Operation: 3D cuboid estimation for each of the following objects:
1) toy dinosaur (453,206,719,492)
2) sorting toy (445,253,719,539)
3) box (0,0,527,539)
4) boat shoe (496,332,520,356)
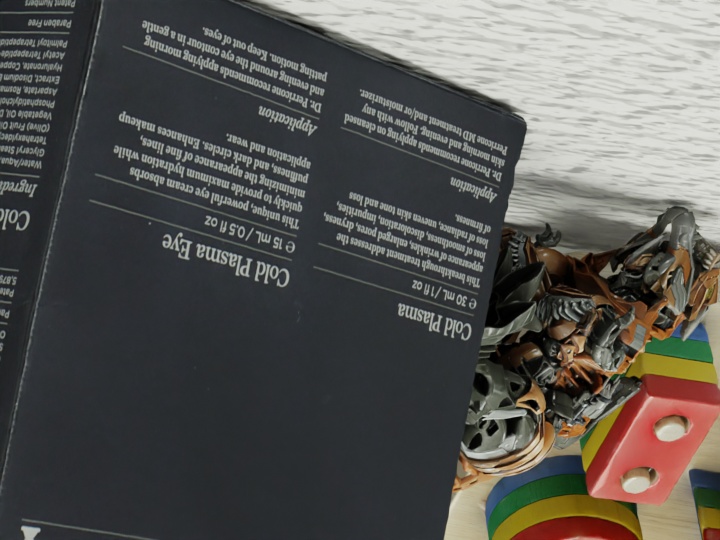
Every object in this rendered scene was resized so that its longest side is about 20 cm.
[{"bbox_3d":[0.052,0.040,0.875,0.102,0.200,0.136,22,156,41],"label":"toy dinosaur"},{"bbox_3d":[0.156,0.097,1.022,0.200,0.070,0.199,8,135,-15],"label":"sorting toy"},{"bbox_3d":[-0.060,0.013,0.721,0.104,0.182,0.200,5,171,43],"label":"box"},{"bbox_3d":[0.007,0.004,1.067,0.200,0.070,0.070,16,179,12],"label":"boat shoe"}]
